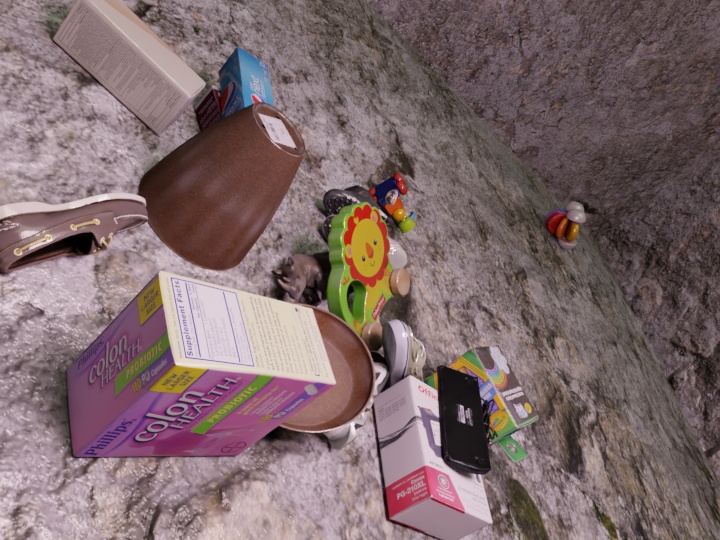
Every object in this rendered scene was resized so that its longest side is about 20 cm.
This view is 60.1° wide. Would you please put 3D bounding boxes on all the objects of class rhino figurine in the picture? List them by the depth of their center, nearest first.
[{"bbox_3d":[-0.078,0.012,1.005,0.199,0.059,0.088,-7,69,-62],"label":"rhino figurine"}]

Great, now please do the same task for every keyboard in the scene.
[{"bbox_3d":[0.163,0.239,0.970,0.103,0.040,0.201,21,33,-9],"label":"keyboard"}]

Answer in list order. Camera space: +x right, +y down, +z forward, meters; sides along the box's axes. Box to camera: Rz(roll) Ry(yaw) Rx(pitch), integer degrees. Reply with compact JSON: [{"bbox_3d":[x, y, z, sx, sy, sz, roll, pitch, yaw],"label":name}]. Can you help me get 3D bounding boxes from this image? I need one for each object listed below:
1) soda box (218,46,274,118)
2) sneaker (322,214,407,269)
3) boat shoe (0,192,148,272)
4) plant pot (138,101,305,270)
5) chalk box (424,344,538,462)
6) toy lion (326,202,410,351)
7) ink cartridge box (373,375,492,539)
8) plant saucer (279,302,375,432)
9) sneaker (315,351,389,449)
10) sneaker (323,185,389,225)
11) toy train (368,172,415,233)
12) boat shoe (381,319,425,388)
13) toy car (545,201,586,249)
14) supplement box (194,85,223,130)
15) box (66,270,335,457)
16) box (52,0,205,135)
[{"bbox_3d":[-0.192,-0.285,1.051,0.067,0.064,0.202,24,38,-38],"label":"soda box"},{"bbox_3d":[0.003,-0.052,1.221,0.199,0.072,0.072,26,2,-31],"label":"sneaker"},{"bbox_3d":[-0.317,-0.043,0.694,0.199,0.072,0.060,-19,79,-58],"label":"boat shoe"},{"bbox_3d":[-0.176,-0.133,0.876,0.186,0.199,0.188,37,31,-27],"label":"plant pot"},{"bbox_3d":[0.230,0.254,1.131,0.124,0.124,0.202,6,53,-56],"label":"chalk box"},{"bbox_3d":[0.000,0.000,1.004,0.193,0.068,0.201,61,42,-33],"label":"toy lion"},{"bbox_3d":[0.105,0.281,0.941,0.144,0.084,0.201,34,31,-33],"label":"ink cartridge box"},{"bbox_3d":[-0.078,0.132,0.825,0.198,0.037,0.202,13,44,-13],"label":"plant saucer"},{"bbox_3d":[-0.018,0.160,0.907,0.089,0.074,0.200,50,27,-8],"label":"sneaker"},{"bbox_3d":[-0.020,-0.139,1.279,0.199,0.066,0.091,17,40,-54],"label":"sneaker"},{"bbox_3d":[0.083,-0.132,1.387,0.116,0.084,0.200,57,11,-20],"label":"toy train"},{"bbox_3d":[0.070,0.132,0.975,0.201,0.061,0.073,86,-10,-59],"label":"boat shoe"},{"bbox_3d":[0.873,-0.202,2.679,0.148,0.177,0.200,14,29,7],"label":"toy car"},{"bbox_3d":[-0.208,-0.213,1.075,0.108,0.061,0.201,16,43,-48],"label":"supplement box"},{"bbox_3d":[-0.160,0.108,0.636,0.199,0.176,0.097,19,40,-47],"label":"box"},{"bbox_3d":[-0.347,-0.317,0.949,0.200,0.095,0.078,44,27,-18],"label":"box"}]
